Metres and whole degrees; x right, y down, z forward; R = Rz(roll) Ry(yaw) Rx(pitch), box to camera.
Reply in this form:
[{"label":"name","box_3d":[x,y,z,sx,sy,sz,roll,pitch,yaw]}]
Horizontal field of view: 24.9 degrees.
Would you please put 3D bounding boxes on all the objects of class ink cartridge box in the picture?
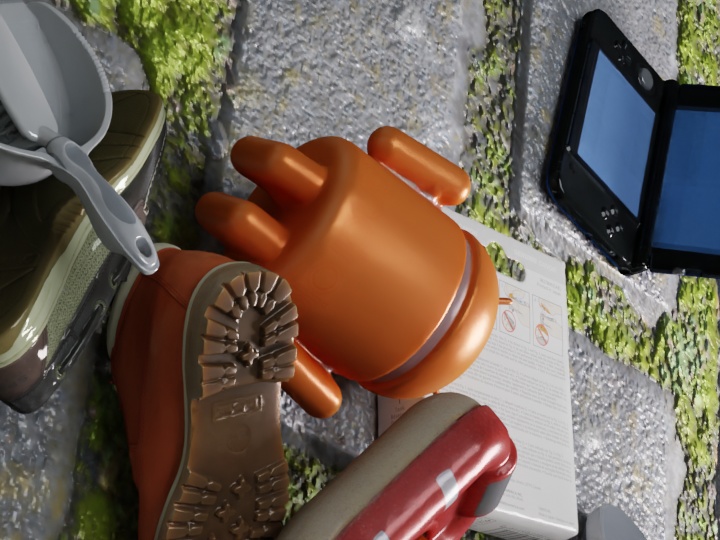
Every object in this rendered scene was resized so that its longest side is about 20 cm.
[{"label":"ink cartridge box","box_3d":[0.078,0.070,1.085,0.161,0.050,0.201,22,57,-43]}]

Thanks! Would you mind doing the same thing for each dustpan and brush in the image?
[{"label":"dustpan and brush","box_3d":[-0.160,-0.069,0.791,0.139,0.057,0.200,-15,68,-49]}]

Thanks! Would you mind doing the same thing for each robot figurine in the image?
[{"label":"robot figurine","box_3d":[-0.001,0.001,0.953,0.200,0.116,0.144,35,44,-28]}]

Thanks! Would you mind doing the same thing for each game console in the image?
[{"label":"game console","box_3d":[0.252,-0.103,1.290,0.171,0.118,0.201,42,48,-32]}]

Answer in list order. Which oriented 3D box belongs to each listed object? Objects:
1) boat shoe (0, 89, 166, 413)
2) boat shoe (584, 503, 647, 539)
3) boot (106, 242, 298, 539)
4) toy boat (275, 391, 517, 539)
[{"label":"boat shoe","box_3d":[-0.149,-0.013,0.836,0.201,0.071,0.066,-68,148,-43]},{"label":"boat shoe","box_3d":[0.173,0.250,1.112,0.073,0.065,0.200,34,32,-28]},{"label":"boot","box_3d":[-0.092,0.084,0.856,0.075,0.107,0.201,-2,106,-42]},{"label":"toy boat","box_3d":[0.030,0.172,0.885,0.131,0.131,0.200,39,58,17]}]
